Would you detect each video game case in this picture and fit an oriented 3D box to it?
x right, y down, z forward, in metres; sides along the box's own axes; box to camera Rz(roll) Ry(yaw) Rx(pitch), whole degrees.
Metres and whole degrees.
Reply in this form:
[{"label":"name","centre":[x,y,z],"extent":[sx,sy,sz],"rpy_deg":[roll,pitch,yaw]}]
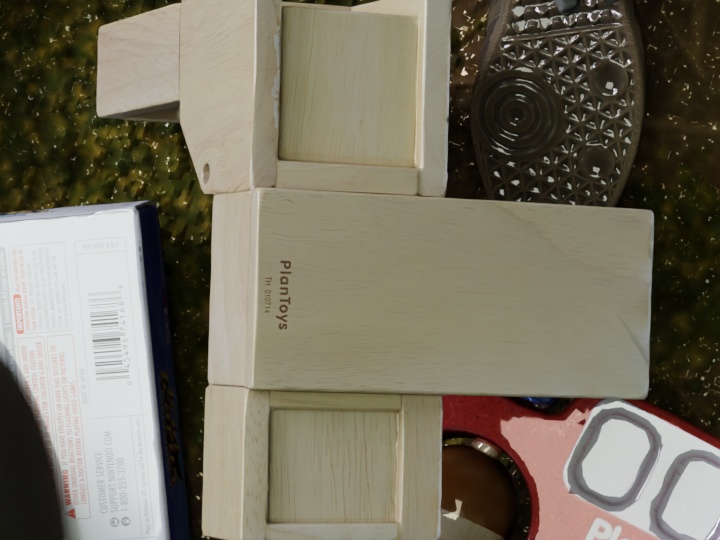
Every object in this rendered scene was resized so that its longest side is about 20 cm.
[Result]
[{"label":"video game case","centre":[-0.165,0.078,1.167],"extent":[0.180,0.045,0.201],"rpy_deg":[-4,94,8]}]

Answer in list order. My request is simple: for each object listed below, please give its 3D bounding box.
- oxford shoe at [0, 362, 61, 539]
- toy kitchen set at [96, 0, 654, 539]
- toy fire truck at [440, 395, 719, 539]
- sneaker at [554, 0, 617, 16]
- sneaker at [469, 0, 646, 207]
[{"label":"oxford shoe","centre":[-0.182,0.060,1.121],"extent":[0.071,0.071,0.201],"rpy_deg":[-29,86,31]},{"label":"toy kitchen set","centre":[0.000,0.000,1.095],"extent":[0.162,0.180,0.201],"rpy_deg":[3,88,-24]},{"label":"toy fire truck","centre":[0.068,0.118,1.093],"extent":[0.199,0.112,0.168],"rpy_deg":[28,87,14]},{"label":"sneaker","centre":[0.109,-0.191,1.022],"extent":[0.098,0.071,0.201],"rpy_deg":[36,97,15]},{"label":"sneaker","centre":[0.083,-0.112,1.118],"extent":[0.070,0.076,0.201],"rpy_deg":[4,112,13]}]
